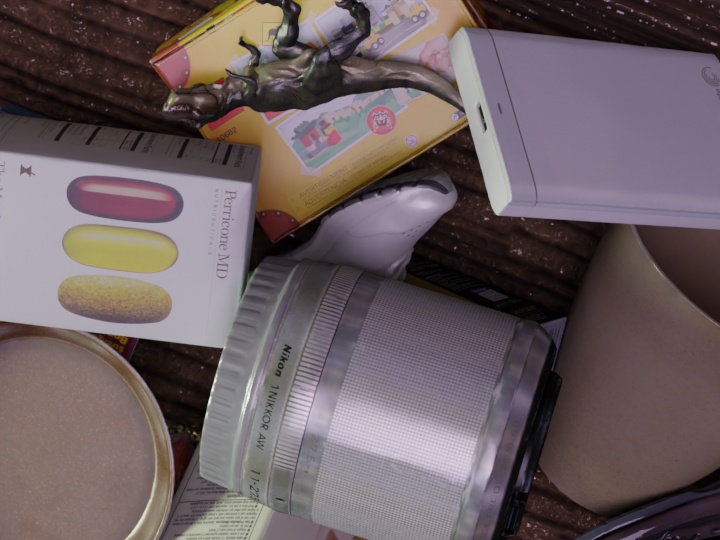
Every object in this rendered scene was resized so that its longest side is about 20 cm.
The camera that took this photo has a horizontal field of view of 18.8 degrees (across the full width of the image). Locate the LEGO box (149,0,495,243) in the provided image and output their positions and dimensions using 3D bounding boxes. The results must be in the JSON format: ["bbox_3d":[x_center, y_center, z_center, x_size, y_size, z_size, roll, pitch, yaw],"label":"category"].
[{"bbox_3d":[-0.015,-0.137,1.449,0.200,0.077,0.149,-30,103,10],"label":"LEGO box"}]

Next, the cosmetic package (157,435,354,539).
[{"bbox_3d":[-0.082,0.207,1.438,0.103,0.200,0.087,-4,138,39],"label":"cosmetic package"}]

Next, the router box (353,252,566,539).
[{"bbox_3d":[0.041,0.098,1.493,0.157,0.052,0.201,23,109,30],"label":"router box"}]

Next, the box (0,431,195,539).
[{"bbox_3d":[-0.206,0.197,1.537,0.199,0.095,0.103,-14,107,13],"label":"box"}]

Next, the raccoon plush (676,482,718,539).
[{"bbox_3d":[0.189,0.223,1.559,0.199,0.134,0.097,-5,152,28],"label":"raccoon plush"}]

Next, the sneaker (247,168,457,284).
[{"bbox_3d":[0.000,0.000,1.443,0.200,0.074,0.087,-38,83,39],"label":"sneaker"}]

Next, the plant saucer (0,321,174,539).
[{"bbox_3d":[-0.217,0.126,1.453,0.199,0.034,0.201,2,98,10],"label":"plant saucer"}]

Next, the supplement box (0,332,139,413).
[{"bbox_3d":[-0.199,0.018,1.497,0.110,0.086,0.201,24,105,-5],"label":"supplement box"}]

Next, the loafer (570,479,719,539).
[{"bbox_3d":[0.226,0.183,1.471,0.199,0.072,0.063,-21,72,-8],"label":"loafer"}]

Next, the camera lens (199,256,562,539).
[{"bbox_3d":[0.016,0.087,1.354,0.199,0.160,0.161,17,107,6],"label":"camera lens"}]

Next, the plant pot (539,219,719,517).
[{"bbox_3d":[0.204,0.066,1.466,0.187,0.187,0.200,30,122,-7],"label":"plant pot"}]

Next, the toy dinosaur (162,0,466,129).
[{"bbox_3d":[-0.028,-0.137,1.386,0.199,0.048,0.088,-3,121,2],"label":"toy dinosaur"}]

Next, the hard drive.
[{"bbox_3d":[0.161,-0.090,1.397,0.199,0.132,0.027,3,147,-28],"label":"hard drive"}]

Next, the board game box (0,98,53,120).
[{"bbox_3d":[-0.329,-0.078,1.498,0.199,0.034,0.136,21,106,-4],"label":"board game box"}]

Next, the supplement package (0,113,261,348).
[{"bbox_3d":[-0.168,-0.029,1.380,0.199,0.110,0.114,6,105,-1],"label":"supplement package"}]
